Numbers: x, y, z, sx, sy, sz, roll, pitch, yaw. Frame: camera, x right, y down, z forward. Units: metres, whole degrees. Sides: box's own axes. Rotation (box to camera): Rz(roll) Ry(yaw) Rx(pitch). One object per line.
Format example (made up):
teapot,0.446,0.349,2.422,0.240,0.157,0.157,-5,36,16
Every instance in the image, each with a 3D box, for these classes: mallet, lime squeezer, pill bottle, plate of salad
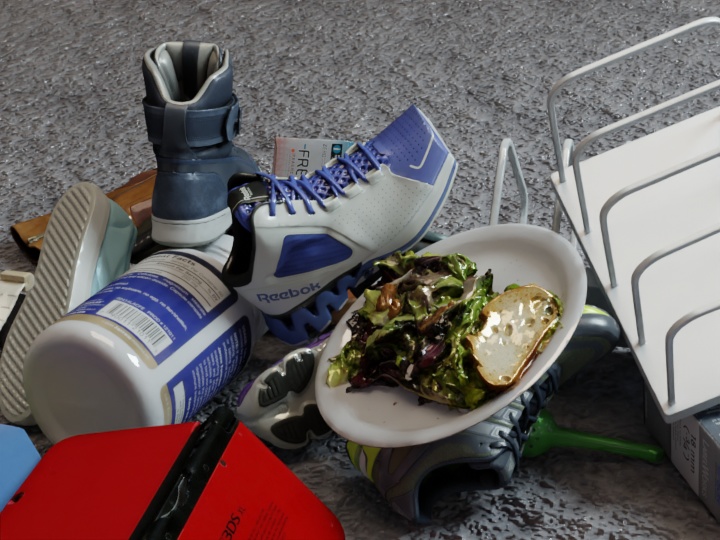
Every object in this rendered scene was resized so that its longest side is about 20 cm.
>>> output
mallet,-0.227,0.000,1.137,0.200,0.041,0.066,-39,34,-14
lime squeezer,0.113,0.099,0.955,0.199,0.038,0.070,19,33,42
pill bottle,-0.147,0.053,0.999,0.115,0.117,0.200,8,27,25
plate of salad,0.052,0.032,0.876,0.199,0.048,0.201,-24,33,17

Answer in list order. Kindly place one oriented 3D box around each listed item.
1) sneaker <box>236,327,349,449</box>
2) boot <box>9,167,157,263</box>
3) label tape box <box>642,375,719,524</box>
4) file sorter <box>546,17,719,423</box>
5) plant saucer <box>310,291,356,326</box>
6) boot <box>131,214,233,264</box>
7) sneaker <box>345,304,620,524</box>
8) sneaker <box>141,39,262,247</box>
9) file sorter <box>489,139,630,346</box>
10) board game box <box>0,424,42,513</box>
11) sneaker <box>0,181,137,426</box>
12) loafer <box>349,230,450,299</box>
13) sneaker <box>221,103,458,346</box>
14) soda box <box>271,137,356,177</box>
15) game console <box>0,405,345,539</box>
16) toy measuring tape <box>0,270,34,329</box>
sneaker,-0.005,0.062,0.994,0.198,0.081,0.083,-21,8,-20
boot,-0.216,-0.052,1.292,0.199,0.069,0.188,-22,31,-33
label tape box,0.286,0.113,0.867,0.143,0.064,0.200,-9,26,-9
file sorter,0.216,-0.036,0.855,0.138,0.125,0.201,-22,59,2
plant saucer,-0.043,0.001,1.197,0.198,0.033,0.201,-3,26,1
boot,-0.105,-0.054,1.206,0.137,0.078,0.200,7,26,33
sneaker,0.091,0.097,0.884,0.199,0.074,0.081,-35,51,2
sneaker,-0.123,-0.116,1.083,0.076,0.148,0.202,0,17,6
file sorter,0.199,-0.020,1.014,0.198,0.139,0.126,3,70,16
board game box,-0.252,0.177,0.811,0.157,0.039,0.200,-19,44,-28
sneaker,-0.216,0.034,1.052,0.073,0.082,0.202,-5,61,40
loafer,0.000,0.000,1.057,0.199,0.064,0.072,4,-14,44
sneaker,-0.030,-0.043,0.963,0.115,0.200,0.081,34,14,-36
soda box,-0.010,-0.068,1.135,0.068,0.064,0.200,5,0,19
game console,-0.120,0.178,0.775,0.118,0.172,0.200,-39,11,26
toy measuring tape,-0.266,0.098,0.927,0.073,0.074,0.201,6,57,20
